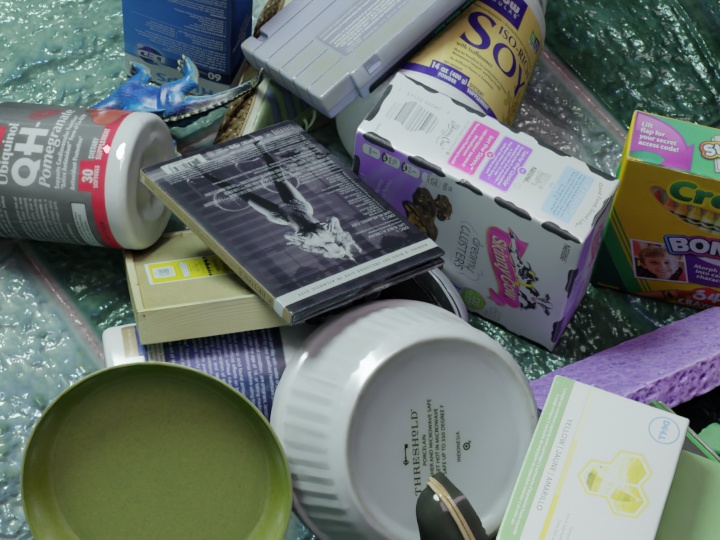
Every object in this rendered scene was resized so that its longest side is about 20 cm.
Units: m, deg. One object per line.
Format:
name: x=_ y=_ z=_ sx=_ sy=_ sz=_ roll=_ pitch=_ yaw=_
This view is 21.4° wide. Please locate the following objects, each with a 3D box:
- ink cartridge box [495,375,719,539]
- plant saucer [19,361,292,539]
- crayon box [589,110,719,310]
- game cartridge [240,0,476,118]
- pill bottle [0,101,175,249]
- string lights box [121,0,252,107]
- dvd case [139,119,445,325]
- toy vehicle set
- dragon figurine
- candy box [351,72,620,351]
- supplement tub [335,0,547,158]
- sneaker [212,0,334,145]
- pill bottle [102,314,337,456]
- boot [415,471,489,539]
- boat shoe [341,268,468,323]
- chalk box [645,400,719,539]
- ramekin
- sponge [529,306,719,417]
ink cartridge box: x=0.206 y=0.171 z=1.323 sx=0.199 sy=0.048 sz=0.146 roll=18 pitch=56 yaw=11
plant saucer: x=-0.148 y=0.155 z=1.391 sx=0.198 sy=0.202 sz=0.031 roll=6 pitch=19 yaw=0
crayon box: x=0.298 y=-0.035 z=1.531 sx=0.198 sy=0.173 sz=0.059 roll=13 pitch=57 yaw=4
game cartridge: x=0.012 y=-0.215 z=1.560 sx=0.200 sy=0.038 sz=0.130 roll=-42 pitch=48 yaw=-11
pill bottle: x=-0.259 y=-0.079 z=1.543 sx=0.198 sy=0.111 sz=0.111 roll=5 pitch=56 yaw=17
string lights box: x=-0.146 y=-0.232 z=1.605 sx=0.102 sy=0.200 sz=0.059 roll=18 pitch=58 yaw=6
dvd case: x=-0.053 y=-0.041 z=1.454 sx=0.148 sy=0.016 sz=0.200 roll=-21 pitch=47 yaw=-33
toy vehicle set: x=-0.119 y=0.006 z=1.486 sx=0.123 sy=0.027 sz=0.200 roll=-7 pitch=18 yaw=-8
dragon figurine: x=-0.172 y=-0.127 z=1.595 sx=0.199 sy=0.059 sz=0.100 roll=4 pitch=44 yaw=27
candy box: x=0.093 y=-0.044 z=1.524 sx=0.199 sy=0.168 sz=0.072 roll=27 pitch=59 yaw=13
supplement tub: x=0.075 y=-0.179 z=1.621 sx=0.144 sy=0.146 sz=0.201 roll=19 pitch=58 yaw=7
sneaker: x=-0.062 y=-0.139 z=1.631 sx=0.089 sy=0.067 sz=0.201 roll=25 pitch=72 yaw=-22
pill bottle: x=-0.094 y=0.086 z=1.460 sx=0.198 sy=0.111 sz=0.112 roll=-7 pitch=58 yaw=-9
boot: x=0.031 y=0.251 z=1.323 sx=0.137 sy=0.201 sz=0.077 roll=-20 pitch=26 yaw=-13
boat shoe: x=0.002 y=-0.002 z=1.516 sx=0.199 sy=0.068 sz=0.074 roll=44 pitch=103 yaw=-2
chalk box: x=0.212 y=0.193 z=1.410 sx=0.199 sy=0.124 sz=0.125 roll=-32 pitch=64 yaw=-23
ramekin: x=0.042 y=0.122 z=1.399 sx=0.201 sy=0.094 sz=0.204 roll=-1 pitch=92 yaw=-24
sponge: x=0.225 y=0.081 z=1.496 sx=0.199 sy=0.111 sz=0.030 roll=-22 pitch=104 yaw=-16
